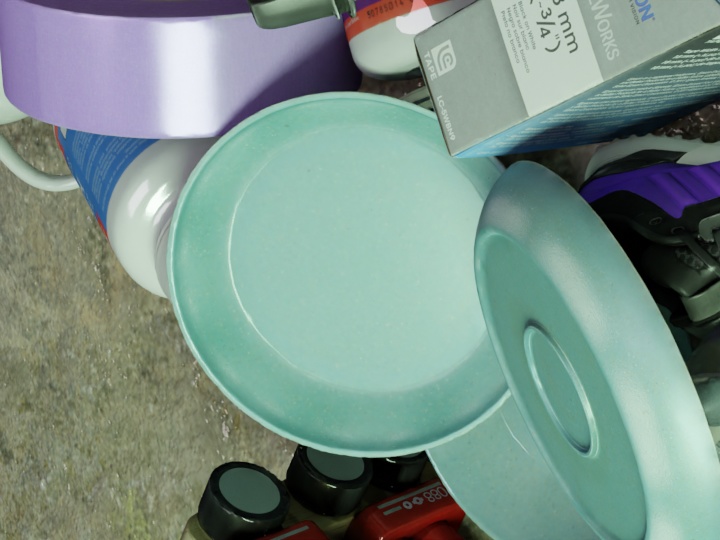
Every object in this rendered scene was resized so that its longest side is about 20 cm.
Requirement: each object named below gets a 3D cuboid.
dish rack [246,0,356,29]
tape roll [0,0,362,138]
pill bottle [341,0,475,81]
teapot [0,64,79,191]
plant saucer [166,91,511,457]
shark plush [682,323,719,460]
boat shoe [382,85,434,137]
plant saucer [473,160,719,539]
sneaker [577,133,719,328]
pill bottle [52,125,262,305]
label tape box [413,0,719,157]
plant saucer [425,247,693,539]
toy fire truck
[{"bbox_3d":[-0.066,-0.219,0.740,0.154,0.054,0.200,-115,4,-53],"label":"dish rack"},{"bbox_3d":[-0.098,-0.135,0.884,0.200,0.200,0.066,22,122,41],"label":"tape roll"},{"bbox_3d":[0.029,-0.203,0.807,0.112,0.112,0.201,-14,90,47],"label":"pill bottle"},{"bbox_3d":[-0.221,-0.181,1.053,0.146,0.200,0.198,5,69,8],"label":"teapot"},{"bbox_3d":[0.000,0.000,0.833,0.199,0.036,0.201,4,112,10],"label":"plant saucer"},{"bbox_3d":[0.217,0.050,0.713,0.199,0.091,0.083,-17,111,17],"label":"shark plush"},{"bbox_3d":[0.016,-0.027,0.897,0.062,0.074,0.200,52,138,22],"label":"boat shoe"},{"bbox_3d":[0.097,0.049,0.711,0.200,0.027,0.201,157,90,-79],"label":"plant saucer"},{"bbox_3d":[0.172,-0.014,0.692,0.200,0.100,0.070,-6,123,40],"label":"sneaker"},{"bbox_3d":[-0.105,-0.052,0.948,0.200,0.112,0.113,54,136,49],"label":"pill bottle"},{"bbox_3d":[0.144,-0.113,0.688,0.200,0.144,0.063,-23,81,46],"label":"label tape box"},{"bbox_3d":[0.106,0.056,0.847,0.201,0.039,0.202,15,110,44],"label":"plant saucer"},{"bbox_3d":[0.009,0.201,0.883,0.200,0.176,0.129,43,127,30],"label":"toy fire truck"}]
